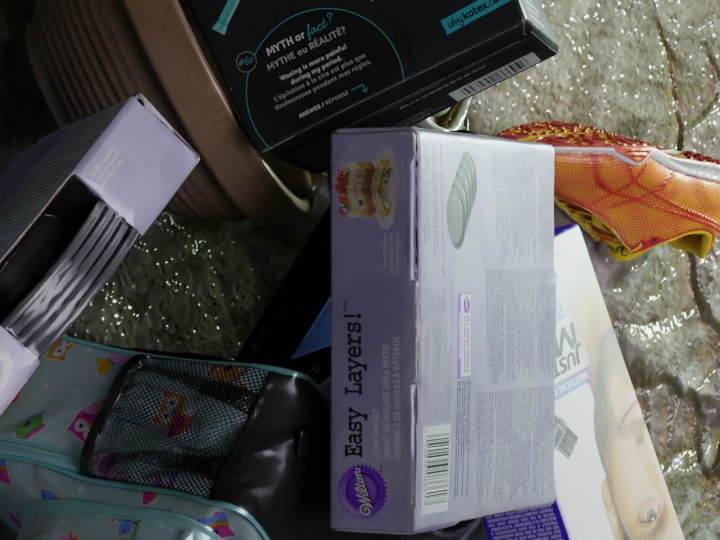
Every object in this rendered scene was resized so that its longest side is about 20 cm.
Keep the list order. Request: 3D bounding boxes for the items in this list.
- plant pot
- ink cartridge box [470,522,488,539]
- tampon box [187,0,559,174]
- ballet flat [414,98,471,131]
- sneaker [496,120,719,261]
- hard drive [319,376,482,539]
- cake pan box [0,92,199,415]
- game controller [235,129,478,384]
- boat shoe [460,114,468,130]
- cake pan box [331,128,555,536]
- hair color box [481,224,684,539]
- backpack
[{"bbox_3d":[-0.108,-0.100,1.517,0.092,0.201,0.201,-26,120,8],"label":"plant pot"},{"bbox_3d":[0.109,0.201,1.794,0.200,0.068,0.116,32,73,-39],"label":"ink cartridge box"},{"bbox_3d":[-0.014,-0.172,1.477,0.201,0.150,0.126,66,8,8],"label":"tampon box"},{"bbox_3d":[0.062,-0.156,1.626,0.069,0.069,0.201,27,79,-41],"label":"ballet flat"},{"bbox_3d":[0.156,-0.045,1.808,0.200,0.073,0.077,13,96,-40],"label":"sneaker"},{"bbox_3d":[-0.027,0.156,1.627,0.200,0.135,0.042,-44,153,-23],"label":"hard drive"},{"bbox_3d":[-0.179,0.010,1.423,0.052,0.200,0.184,42,64,-16],"label":"cake pan box"},{"bbox_3d":[0.000,0.000,1.617,0.104,0.042,0.200,-10,145,-40],"label":"game controller"},{"bbox_3d":[0.027,-0.080,1.687,0.073,0.065,0.201,-23,109,-38],"label":"boat shoe"},{"bbox_3d":[0.044,0.032,1.470,0.184,0.052,0.201,-4,93,-63],"label":"cake pan box"},{"bbox_3d":[0.107,0.086,1.706,0.109,0.065,0.201,-26,100,-51],"label":"hair color box"},{"bbox_3d":[-0.101,0.121,1.502,0.154,0.200,0.176,-60,145,-19],"label":"backpack"}]
